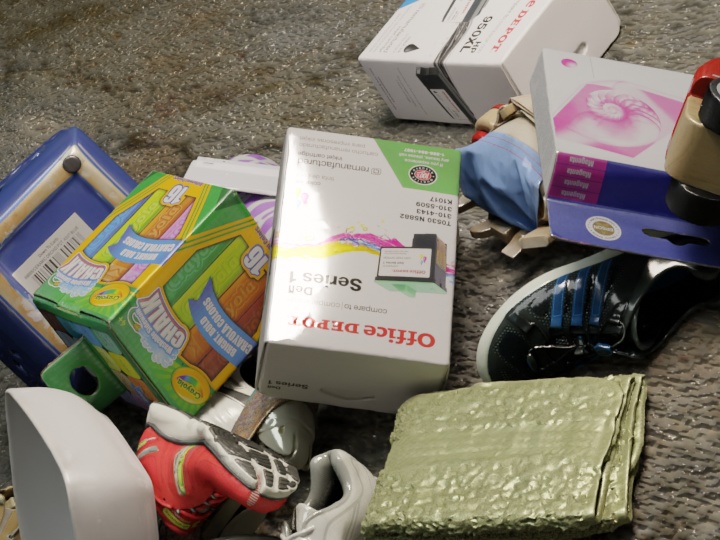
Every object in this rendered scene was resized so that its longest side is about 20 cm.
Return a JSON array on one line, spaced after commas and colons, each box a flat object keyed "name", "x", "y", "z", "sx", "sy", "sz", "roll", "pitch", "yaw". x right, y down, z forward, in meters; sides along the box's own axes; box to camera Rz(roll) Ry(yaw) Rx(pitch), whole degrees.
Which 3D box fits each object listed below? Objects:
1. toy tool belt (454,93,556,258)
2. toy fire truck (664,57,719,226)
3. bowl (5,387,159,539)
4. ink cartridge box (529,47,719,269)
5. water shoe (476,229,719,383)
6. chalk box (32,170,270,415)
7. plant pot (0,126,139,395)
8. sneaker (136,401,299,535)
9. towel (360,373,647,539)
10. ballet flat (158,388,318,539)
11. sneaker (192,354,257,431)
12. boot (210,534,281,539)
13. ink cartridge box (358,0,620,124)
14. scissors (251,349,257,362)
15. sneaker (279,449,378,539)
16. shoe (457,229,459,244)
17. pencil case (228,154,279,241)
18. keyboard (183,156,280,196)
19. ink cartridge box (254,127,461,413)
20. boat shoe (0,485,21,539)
[{"name": "toy tool belt", "x": 0.126, "y": -0.074, "z": 1.456, "sx": 0.123, "sy": 0.125, "sz": 0.200, "roll": -38, "pitch": 30, "yaw": -18}, {"name": "toy fire truck", "x": 0.319, "y": -0.115, "z": 1.279, "sx": 0.175, "sy": 0.129, "sz": 0.200, "roll": 18, "pitch": 34, "yaw": 5}, {"name": "bowl", "x": -0.209, "y": 0.199, "z": 1.390, "sx": 0.074, "sy": 0.201, "sz": 0.200, "roll": -11, "pitch": 24, "yaw": -22}, {"name": "ink cartridge box", "x": 0.229, "y": -0.083, "z": 1.331, "sx": 0.195, "sy": 0.043, "sz": 0.201, "roll": 9, "pitch": 37, "yaw": -8}, {"name": "water shoe", "x": 0.175, "y": 0.034, "z": 1.317, "sx": 0.199, "sy": 0.072, "sz": 0.079, "roll": -33, "pitch": 34, "yaw": 7}, {"name": "chalk box", "x": -0.170, "y": 0.036, "z": 1.465, "sx": 0.124, "sy": 0.125, "sz": 0.200, "roll": 14, "pitch": 57, "yaw": 49}, {"name": "plant pot", "x": -0.262, "y": -0.004, "z": 1.617, "sx": 0.200, "sy": 0.200, "sz": 0.180, "roll": -46, "pitch": 7, "yaw": -12}, {"name": "sneaker", "x": -0.112, "y": 0.160, "z": 1.342, "sx": 0.200, "sy": 0.077, "sz": 0.085, "roll": 12, "pitch": 77, "yaw": 61}, {"name": "towel", "x": 0.103, "y": 0.136, "z": 1.272, "sx": 0.199, "sy": 0.037, "sz": 0.149, "roll": -8, "pitch": 37, "yaw": 25}, {"name": "ballet flat", "x": -0.078, "y": 0.156, "z": 1.418, "sx": 0.067, "sy": 0.068, "sz": 0.201, "roll": 23, "pitch": 74, "yaw": 49}, {"name": "sneaker", "x": -0.122, "y": 0.100, "z": 1.536, "sx": 0.087, "sy": 0.076, "sz": 0.200, "roll": -25, "pitch": 33, "yaw": -11}, {"name": "boot", "x": -0.111, "y": 0.277, "z": 1.273, "sx": 0.073, "sy": 0.203, "sz": 0.154, "roll": -45, "pitch": 63, "yaw": 41}, {"name": "ink cartridge box", "x": 0.119, "y": -0.213, "z": 1.675, "sx": 0.199, "sy": 0.084, "sz": 0.145, "roll": 10, "pitch": 55, "yaw": 49}, {"name": "scissors", "x": -0.073, "y": -0.005, "z": 1.539, "sx": 0.073, "sy": 0.201, "sz": 0.014, "roll": 33, "pitch": 25, "yaw": 27}, {"name": "sneaker", "x": -0.033, "y": 0.217, "z": 1.276, "sx": 0.075, "sy": 0.081, "sz": 0.201, "roll": -10, "pitch": 42, "yaw": 33}, {"name": "shoe", "x": 0.013, "y": 0.023, "z": 1.515, "sx": 0.200, "sy": 0.053, "sz": 0.070, "roll": -46, "pitch": 65, "yaw": -7}, {"name": "pencil case", "x": -0.081, "y": -0.036, "z": 1.647, "sx": 0.086, "sy": 0.084, "sz": 0.200, "roll": -65, "pitch": 27, "yaw": 14}, {"name": "keyboard", "x": -0.059, "y": -0.077, "z": 1.629, "sx": 0.199, "sy": 0.011, "sz": 0.056, "roll": 7, "pitch": 29, "yaw": 2}, {"name": "ink cartridge box", "x": 0.000, "y": 0.000, "z": 1.410, "sx": 0.144, "sy": 0.084, "sz": 0.201, "roll": 7, "pitch": 58, "yaw": -4}, {"name": "boat shoe", "x": -0.298, "y": 0.211, "z": 1.541, "sx": 0.200, "sy": 0.076, "sz": 0.072, "roll": -43, "pitch": 33, "yaw": -8}]
